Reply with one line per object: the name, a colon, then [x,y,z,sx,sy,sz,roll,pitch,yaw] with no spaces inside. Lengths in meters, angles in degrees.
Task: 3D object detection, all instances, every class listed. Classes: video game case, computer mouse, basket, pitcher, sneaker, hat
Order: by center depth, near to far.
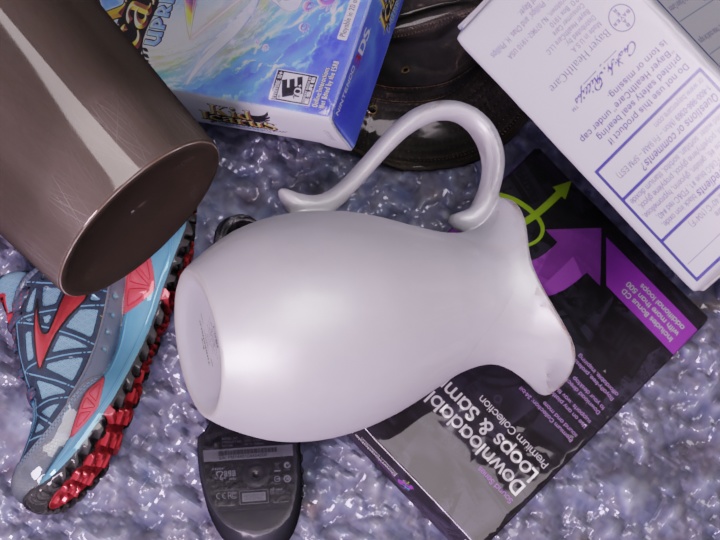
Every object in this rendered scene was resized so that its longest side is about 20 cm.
basket: [-0.181,-0.094,1.523,0.136,0.181,0.200,-37,73,-24]
pitcher: [0.000,0.000,1.548,0.199,0.121,0.172,-9,79,-21]
sneaker: [-0.161,0.040,1.568,0.095,0.079,0.201,19,61,4]
computer mouse: [-0.061,0.064,1.600,0.058,0.034,0.201,-1,67,0]
video game case: [-0.061,-0.179,1.616,0.181,0.045,0.201,10,71,24]
hat: [0.026,-0.160,1.658,0.200,0.081,0.202,4,71,-12]

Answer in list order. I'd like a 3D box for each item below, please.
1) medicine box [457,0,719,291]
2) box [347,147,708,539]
medicine box: [0.183,-0.113,1.619,0.200,0.103,0.182,48,30,5]
box: [0.081,0.046,1.630,0.143,0.036,0.200,45,72,4]
